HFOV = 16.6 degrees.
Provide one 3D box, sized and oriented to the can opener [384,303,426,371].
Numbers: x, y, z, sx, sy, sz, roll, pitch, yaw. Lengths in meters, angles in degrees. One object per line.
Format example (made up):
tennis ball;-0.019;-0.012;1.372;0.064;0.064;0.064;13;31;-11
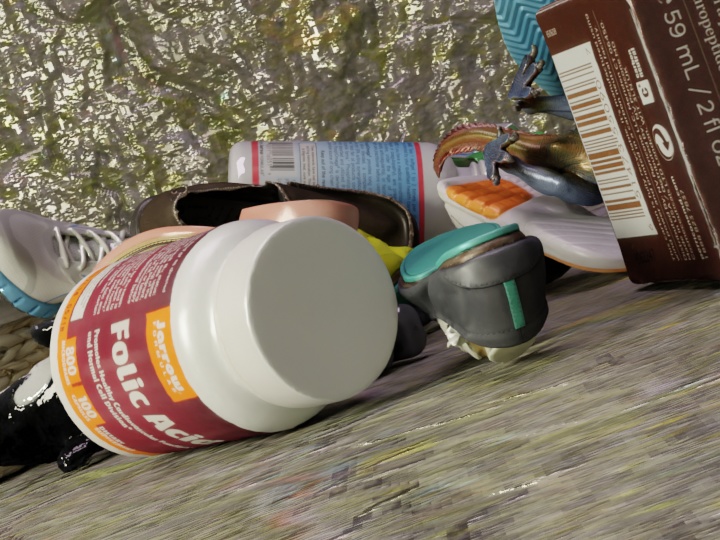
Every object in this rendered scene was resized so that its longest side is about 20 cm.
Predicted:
can opener;-0.040;0.038;1.490;0.053;0.067;0.200;-23;4;-36

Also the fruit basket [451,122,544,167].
fruit basket;0.060;-0.037;1.887;0.199;0.094;0.185;-27;8;-9

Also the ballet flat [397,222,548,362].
ballet flat;0.060;0.014;1.260;0.073;0.073;0.200;-20;3;-5

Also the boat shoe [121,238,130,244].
boat shoe;-0.154;0.035;1.620;0.069;0.074;0.200;15;-37;-13

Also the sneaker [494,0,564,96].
sneaker;0.154;-0.146;1.537;0.076;0.200;0.081;-19;44;36

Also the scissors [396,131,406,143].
scissors;0.006;-0.031;1.864;0.201;0.014;0.073;-62;10;-22

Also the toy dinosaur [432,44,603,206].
toy dinosaur;0.172;-0.077;1.525;0.181;0.106;0.200;17;-1;-23

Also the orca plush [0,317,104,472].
orca plush;-0.191;0.090;1.525;0.199;0.106;0.071;-9;38;2

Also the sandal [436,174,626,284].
sandal;0.108;-0.014;1.547;0.079;0.060;0.207;-4;18;-23

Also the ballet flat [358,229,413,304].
ballet flat;0.000;0.000;1.573;0.067;0.067;0.200;-50;-5;-1

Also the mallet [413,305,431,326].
mallet;0.072;0.009;1.601;0.066;0.041;0.200;-22;6;29

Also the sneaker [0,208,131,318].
sneaker;-0.175;-0.007;1.665;0.086;0.075;0.200;-32;-32;24

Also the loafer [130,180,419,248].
loafer;-0.049;-0.023;1.633;0.199;0.074;0.071;-1;-12;-20

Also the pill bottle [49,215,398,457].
pill bottle;-0.075;0.035;1.333;0.114;0.115;0.200;-22;4;-36

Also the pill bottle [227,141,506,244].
pill bottle;0.006;-0.037;1.745;0.199;0.110;0.109;0;2;-4

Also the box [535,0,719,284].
box;0.226;-0.103;1.306;0.199;0.167;0.164;-22;3;-11

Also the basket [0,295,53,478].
basket;-0.273;0.082;1.692;0.135;0.124;0.200;-17;5;35

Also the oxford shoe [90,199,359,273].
oxford shoe;-0.085;0.011;1.460;0.199;0.074;0.071;-14;-16;40
